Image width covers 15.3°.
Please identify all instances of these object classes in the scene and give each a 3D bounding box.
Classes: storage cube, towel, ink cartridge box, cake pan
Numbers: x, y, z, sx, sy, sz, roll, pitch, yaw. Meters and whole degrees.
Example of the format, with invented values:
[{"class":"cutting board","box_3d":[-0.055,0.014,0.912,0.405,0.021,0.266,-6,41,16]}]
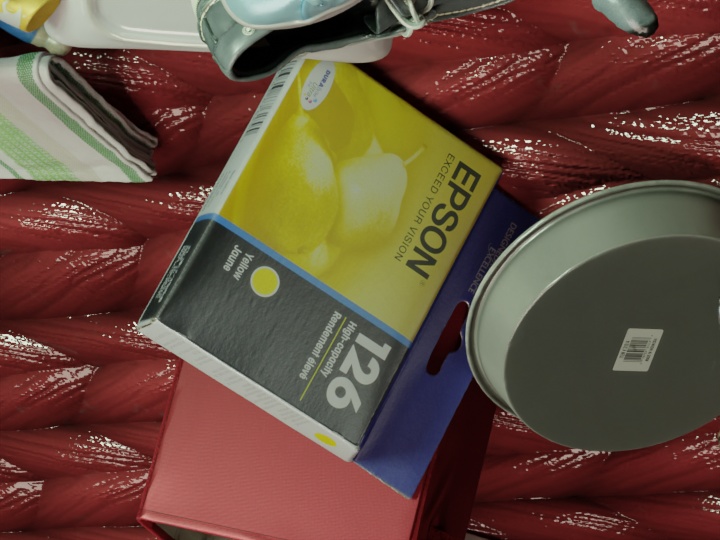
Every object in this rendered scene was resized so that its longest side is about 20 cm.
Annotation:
[{"class":"storage cube","box_3d":[-0.018,0.109,1.700,0.200,0.180,0.171,10,164,13]},{"class":"towel","box_3d":[-0.241,-0.099,1.675,0.200,0.031,0.149,3,157,28]},{"class":"ink cartridge box","box_3d":[0.000,0.000,1.571,0.200,0.198,0.047,32,162,-15]},{"class":"cake pan","box_3d":[0.163,0.034,1.591,0.200,0.037,0.200,-8,132,-9]}]

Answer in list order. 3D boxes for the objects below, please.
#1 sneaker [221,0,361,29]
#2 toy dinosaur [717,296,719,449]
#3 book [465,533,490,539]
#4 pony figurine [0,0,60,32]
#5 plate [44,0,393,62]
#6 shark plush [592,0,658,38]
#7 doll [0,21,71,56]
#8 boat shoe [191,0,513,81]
[{"class":"sneaker","box_3d":[0.007,-0.180,1.337,0.200,0.082,0.074,-29,91,18]},{"class":"toy dinosaur","box_3d":[0.279,0.019,1.530,0.086,0.200,0.136,59,152,13]},{"class":"book","box_3d":[0.125,0.256,1.984,0.200,0.048,0.134,16,141,9]},{"class":"pony figurine","box_3d":[-0.295,-0.162,1.510,0.200,0.167,0.193,47,109,11]},{"class":"plate","box_3d":[-0.077,-0.183,1.455,0.199,0.032,0.200,4,138,-1]},{"class":"shark plush","box_3d":[0.101,-0.202,1.390,0.200,0.091,0.083,27,122,10]},{"class":"doll","box_3d":[-0.197,-0.178,1.558,0.200,0.048,0.136,-1,140,27]},{"class":"boat shoe","box_3d":[0.012,-0.141,1.434,0.200,0.062,0.073,-10,141,-7]}]
